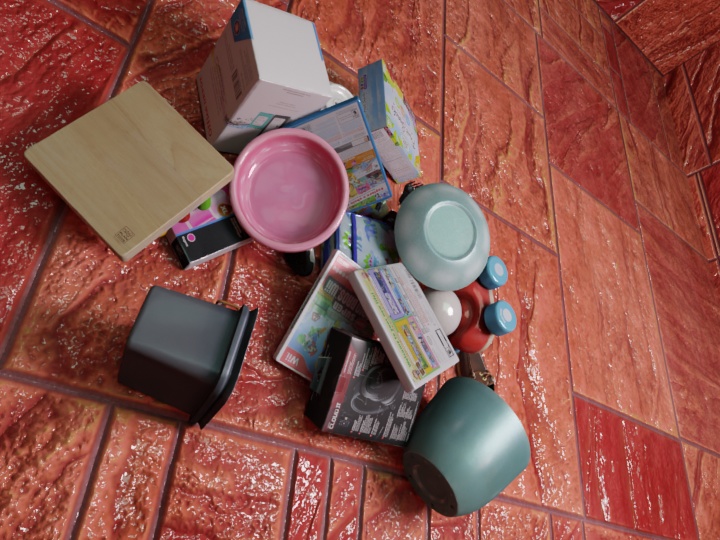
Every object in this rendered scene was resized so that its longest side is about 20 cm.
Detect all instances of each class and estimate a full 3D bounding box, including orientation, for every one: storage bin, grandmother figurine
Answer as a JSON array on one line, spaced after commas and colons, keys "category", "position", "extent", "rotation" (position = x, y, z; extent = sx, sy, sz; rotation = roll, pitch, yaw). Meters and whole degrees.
[{"category": "storage bin", "position": [-0.227, 0.099, 0.692], "extent": [0.131, 0.200, 0.149], "rotation": [24, 56, -17]}, {"category": "grandmother figurine", "position": [0.082, -0.080, 1.122], "extent": [0.200, 0.060, 0.122], "rotation": [47, 21, -10]}]

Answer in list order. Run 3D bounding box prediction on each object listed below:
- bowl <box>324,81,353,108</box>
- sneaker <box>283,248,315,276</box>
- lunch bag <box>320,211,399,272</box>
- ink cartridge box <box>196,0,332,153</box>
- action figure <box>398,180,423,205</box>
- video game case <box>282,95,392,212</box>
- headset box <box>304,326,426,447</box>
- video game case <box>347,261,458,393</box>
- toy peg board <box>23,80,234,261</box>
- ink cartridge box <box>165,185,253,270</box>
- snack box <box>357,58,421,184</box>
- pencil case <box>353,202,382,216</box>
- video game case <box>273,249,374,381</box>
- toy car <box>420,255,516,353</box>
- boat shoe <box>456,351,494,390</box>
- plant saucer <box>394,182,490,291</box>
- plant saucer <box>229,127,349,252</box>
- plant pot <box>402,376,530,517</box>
[{"category": "bowl", "position": [-0.062, -0.308, 1.074], "extent": [0.196, 0.093, 0.208], "rotation": [17, 61, -33]}, {"category": "sneaker", "position": [-0.101, -0.092, 0.959], "extent": [0.081, 0.071, 0.207], "rotation": [-3, 74, -43]}, {"category": "lunch bag", "position": [0.000, 0.000, 0.998], "extent": [0.157, 0.082, 0.207], "rotation": [17, 60, -30]}, {"category": "ink cartridge box", "position": [-0.170, -0.314, 0.912], "extent": [0.143, 0.198, 0.152], "rotation": [-2, 71, -41]}, {"category": "action figure", "position": [0.123, -0.091, 1.049], "extent": [0.117, 0.101, 0.205], "rotation": [32, 41, -30]}, {"category": "video game case", "position": [-0.036, -0.191, 0.952], "extent": [0.018, 0.139, 0.203], "rotation": [-99, 168, -50]}, {"category": "headset box", "position": [0.008, 0.191, 0.881], "extent": [0.195, 0.077, 0.154], "rotation": [20, 86, -31]}, {"category": "video game case", "position": [0.076, 0.084, 0.889], "extent": [0.180, 0.022, 0.204], "rotation": [-9, 68, -57]}, {"category": "toy peg board", "position": [-0.318, -0.127, 0.766], "extent": [0.199, 0.098, 0.199], "rotation": [42, 63, 7]}, {"category": "ink cartridge box", "position": [-0.225, -0.082, 0.876], "extent": [0.198, 0.037, 0.097], "rotation": [-30, 90, -46]}, {"category": "snack box", "position": [0.065, -0.313, 1.149], "extent": [0.199, 0.066, 0.174], "rotation": [38, 44, -55]}, {"category": "pencil case", "position": [-0.043, -0.180, 1.026], "extent": [0.198, 0.087, 0.091], "rotation": [37, 51, -30]}, {"category": "video game case", "position": [-0.040, 0.090, 0.893], "extent": [0.142, 0.017, 0.204], "rotation": [35, 80, -29]}, {"category": "toy car", "position": [0.165, 0.063, 1.037], "extent": [0.195, 0.183, 0.183], "rotation": [11, 63, -33]}, {"category": "boat shoe", "position": [0.252, 0.244, 1.108], "extent": [0.069, 0.070, 0.207], "rotation": [6, 66, -36]}, {"category": "plant saucer", "position": [0.159, -0.068, 0.979], "extent": [0.194, 0.039, 0.209], "rotation": [3, 77, -15]}, {"category": "plant saucer", "position": [-0.116, -0.129, 0.883], "extent": [0.193, 0.051, 0.209], "rotation": [2, 79, -8]}, {"category": "plant pot", "position": [0.167, 0.317, 0.923], "extent": [0.159, 0.199, 0.205], "rotation": [-31, 91, -33]}]
